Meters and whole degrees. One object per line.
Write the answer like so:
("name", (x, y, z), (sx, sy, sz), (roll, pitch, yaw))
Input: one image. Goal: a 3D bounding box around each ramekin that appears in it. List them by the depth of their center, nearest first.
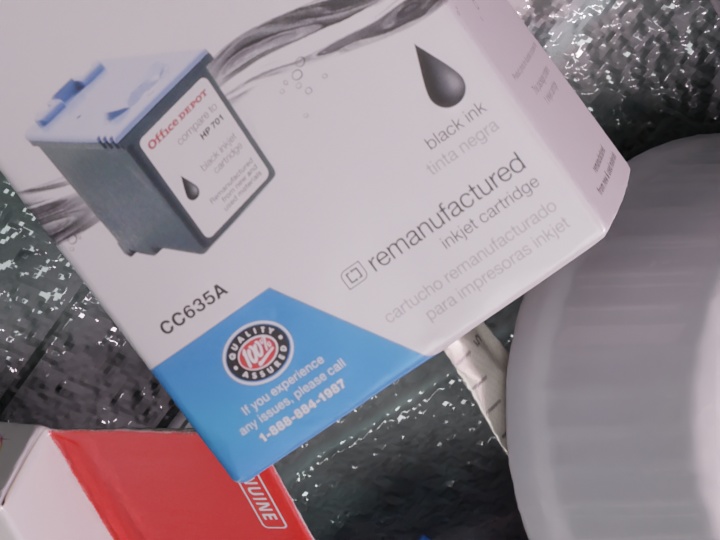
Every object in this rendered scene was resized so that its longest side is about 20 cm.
("ramekin", (0.157, 0.049, 0.953), (0.200, 0.098, 0.201), (2, 86, -30))

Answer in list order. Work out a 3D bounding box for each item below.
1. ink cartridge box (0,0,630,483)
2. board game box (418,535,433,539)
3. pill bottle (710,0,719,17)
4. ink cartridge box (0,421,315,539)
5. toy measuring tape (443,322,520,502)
("ink cartridge box", (-0.035, -0.061, 0.859), (0.146, 0.086, 0.200), (-35, 98, 16))
("board game box", (0.080, 0.197, 1.075), (0.200, 0.045, 0.152), (30, 144, 0))
("pill bottle", (0.221, -0.103, 0.909), (0.199, 0.113, 0.113), (15, 123, -20))
("ink cartridge box", (-0.084, 0.135, 1.029), (0.176, 0.045, 0.200), (0, 135, 31))
("toy measuring tape", (0.000, 0.000, 0.958), (0.073, 0.074, 0.200), (-30, 107, 12))
